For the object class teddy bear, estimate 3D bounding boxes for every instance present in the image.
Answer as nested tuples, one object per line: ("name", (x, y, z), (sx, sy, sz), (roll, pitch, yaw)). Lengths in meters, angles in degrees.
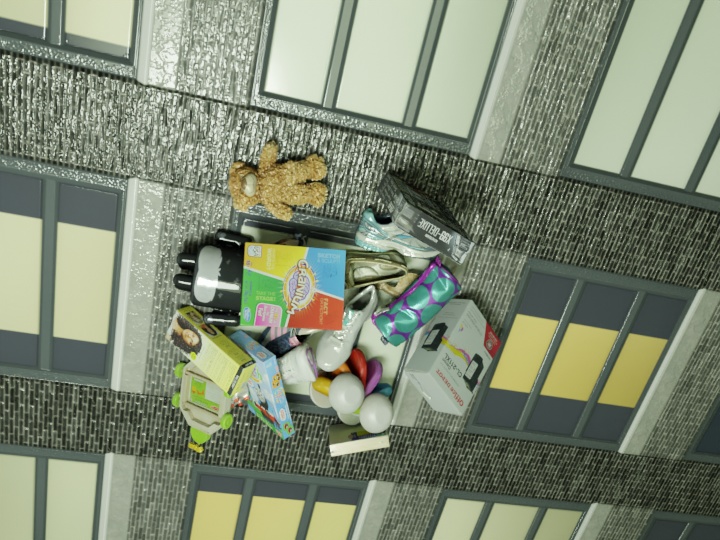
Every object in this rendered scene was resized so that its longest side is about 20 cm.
("teddy bear", (-0.156, -0.167, 1.244), (0.194, 0.067, 0.148), (12, 112, -14))

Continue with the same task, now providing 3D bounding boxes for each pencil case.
("pencil case", (0.113, 0.068, 1.338), (0.199, 0.085, 0.092), (-42, 118, 7))
("pencil case", (-0.119, 0.032, 1.298), (0.087, 0.078, 0.205), (-18, 89, -21))

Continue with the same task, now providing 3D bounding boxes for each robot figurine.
("robot figurine", (-0.270, 0.016, 1.289), (0.194, 0.126, 0.154), (9, 118, -12))

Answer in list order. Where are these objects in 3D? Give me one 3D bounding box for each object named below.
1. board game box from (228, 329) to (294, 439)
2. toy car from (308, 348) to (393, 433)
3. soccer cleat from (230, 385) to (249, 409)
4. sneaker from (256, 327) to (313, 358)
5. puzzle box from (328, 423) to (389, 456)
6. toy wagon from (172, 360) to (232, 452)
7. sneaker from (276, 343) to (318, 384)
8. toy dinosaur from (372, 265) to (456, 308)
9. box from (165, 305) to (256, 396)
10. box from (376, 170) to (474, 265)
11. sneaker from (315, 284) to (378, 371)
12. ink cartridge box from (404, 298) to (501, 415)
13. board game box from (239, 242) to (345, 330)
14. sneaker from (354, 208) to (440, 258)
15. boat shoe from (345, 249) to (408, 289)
("board game box", (-0.214, 0.246, 1.397), (0.036, 0.150, 0.205), (-26, 121, -31))
("toy car", (-0.008, 0.259, 1.443), (0.198, 0.174, 0.152), (36, 70, -22))
("soccer cleat", (-0.320, 0.294, 1.456), (0.199, 0.079, 0.068), (-41, 154, 29))
("sneaker", (-0.157, 0.143, 1.387), (0.070, 0.083, 0.200), (39, 106, -26))
("puzzle box", (-0.008, 0.374, 1.466), (0.129, 0.200, 0.026), (-8, 89, -3))
("toy wagon", (-0.341, 0.292, 1.405), (0.152, 0.039, 0.206), (15, 104, 26))
("sneaker", (-0.143, 0.210, 1.368), (0.097, 0.077, 0.201), (-11, 163, -13))
("toy dinosaur", (0.120, 0.050, 1.396), (0.194, 0.059, 0.104), (-7, 116, -5))
("box", (-0.311, 0.164, 1.335), (0.198, 0.050, 0.076), (36, 112, 16))
("box", (0.120, -0.106, 1.238), (0.155, 0.201, 0.050), (28, 108, -20))
("sneaker", (-0.029, 0.111, 1.340), (0.074, 0.089, 0.202), (30, 68, 10))
("ink cartridge box", (0.203, 0.187, 1.402), (0.147, 0.082, 0.202), (50, 60, -27))
("board game box", (-0.128, 0.032, 1.234), (0.194, 0.040, 0.158), (3, 84, -13))
("sneaker", (0.089, -0.080, 1.318), (0.194, 0.078, 0.089), (5, 113, -11))
("boat shoe", (0.001, 0.002, 1.352), (0.194, 0.064, 0.075), (-5, 117, -6))
